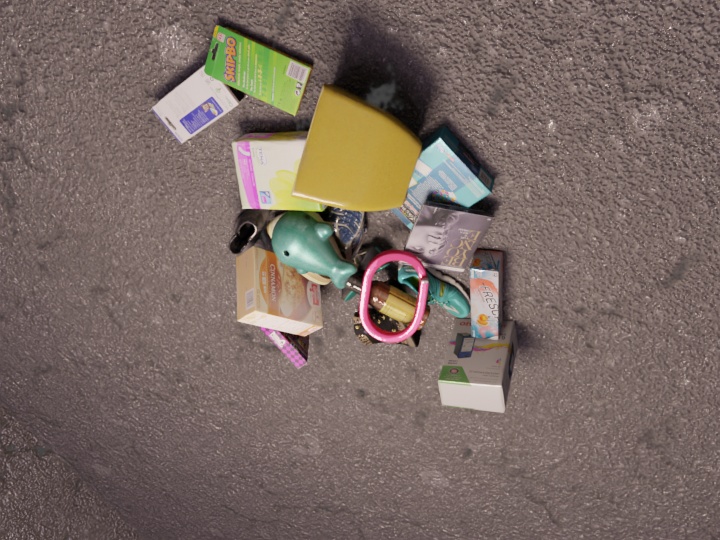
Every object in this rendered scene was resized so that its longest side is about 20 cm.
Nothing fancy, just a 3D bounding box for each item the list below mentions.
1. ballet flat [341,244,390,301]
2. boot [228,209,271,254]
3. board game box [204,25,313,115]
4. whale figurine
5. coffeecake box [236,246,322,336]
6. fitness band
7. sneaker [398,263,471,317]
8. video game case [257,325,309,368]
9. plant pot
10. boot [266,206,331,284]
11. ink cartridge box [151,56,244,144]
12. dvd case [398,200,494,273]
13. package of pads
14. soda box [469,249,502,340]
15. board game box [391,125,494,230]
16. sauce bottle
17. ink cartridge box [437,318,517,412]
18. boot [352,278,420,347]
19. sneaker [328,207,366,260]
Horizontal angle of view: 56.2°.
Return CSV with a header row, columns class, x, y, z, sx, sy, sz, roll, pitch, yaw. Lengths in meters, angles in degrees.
class,x,y,z,sx,sy,sz,roll,pitch,yaw
ballet flat,0.000,0.000,1.546,0.072,0.074,0.200,34,141,-10
boot,-0.268,-0.082,1.535,0.069,0.133,0.201,28,136,-5
board game box,-0.196,-0.382,1.282,0.197,0.030,0.097,24,113,-1
whale figurine,-0.103,-0.036,1.422,0.199,0.104,0.160,42,131,2
coffeecake box,-0.185,0.051,1.547,0.072,0.157,0.198,-26,149,38
fitness band,0.070,0.057,1.433,0.140,0.038,0.204,8,109,0
sneaker,0.161,0.049,1.502,0.198,0.080,0.078,35,135,-10
video game case,-0.198,0.116,1.655,0.035,0.182,0.201,-33,115,15
plant pot,0.004,-0.207,1.223,0.196,0.195,0.199,19,105,-2
boot,-0.099,-0.067,1.519,0.154,0.073,0.200,-30,111,38
ink cartridge box,-0.337,-0.347,1.391,0.197,0.040,0.100,-21,120,35
dvd case,0.172,-0.063,1.388,0.145,0.016,0.201,9,145,-8
package of pads,-0.163,-0.208,1.397,0.196,0.068,0.158,4,116,19
soda box,0.274,0.054,1.462,0.062,0.069,0.203,6,131,19
board game box,0.141,-0.169,1.334,0.151,0.047,0.199,42,133,-17
sauce bottle,0.058,0.062,1.490,0.197,0.067,0.066,29,136,-6
ink cartridge box,0.267,0.207,1.515,0.142,0.201,0.089,2,129,23
boot,0.050,0.109,1.616,0.148,0.074,0.202,-5,133,28
sneaker,-0.024,-0.091,1.460,0.076,0.085,0.202,34,131,16
